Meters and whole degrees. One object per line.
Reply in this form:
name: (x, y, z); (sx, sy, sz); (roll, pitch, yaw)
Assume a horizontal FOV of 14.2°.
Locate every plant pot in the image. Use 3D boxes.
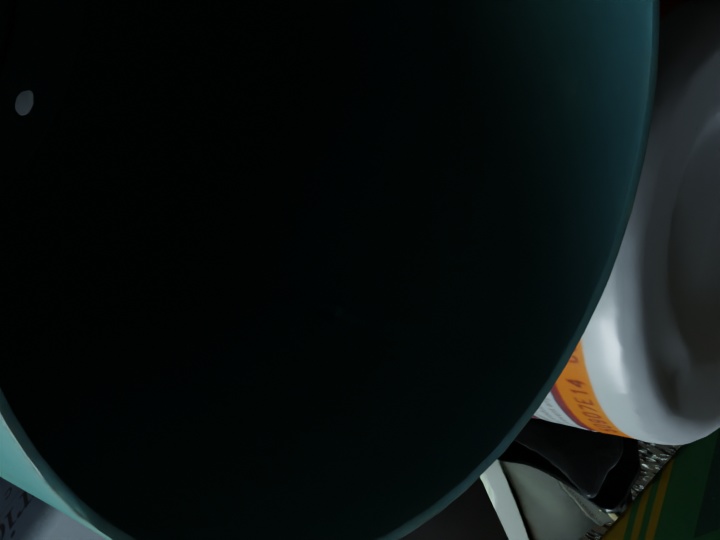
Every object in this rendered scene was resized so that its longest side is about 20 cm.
plant pot: (-0.058, -0.050, 0.636); (0.161, 0.201, 0.200); (15, 166, 44)

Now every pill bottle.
pill bottle: (0.008, -0.027, 0.769); (0.199, 0.115, 0.114); (10, 163, 30)

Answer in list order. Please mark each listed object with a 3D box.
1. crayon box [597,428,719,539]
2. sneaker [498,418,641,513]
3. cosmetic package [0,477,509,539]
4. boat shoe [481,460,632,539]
crayon box: (0.110, 0.118, 0.981); (0.052, 0.200, 0.126); (39, 173, 23)
sneaker: (0.001, 0.001, 0.892); (0.199, 0.105, 0.060); (15, 165, 19)
cosmetic package: (-0.066, 0.101, 0.936); (0.166, 0.168, 0.200); (30, -165, -23)
boat shoe: (0.061, 0.043, 1.051); (0.060, 0.072, 0.202); (-21, 147, -2)
